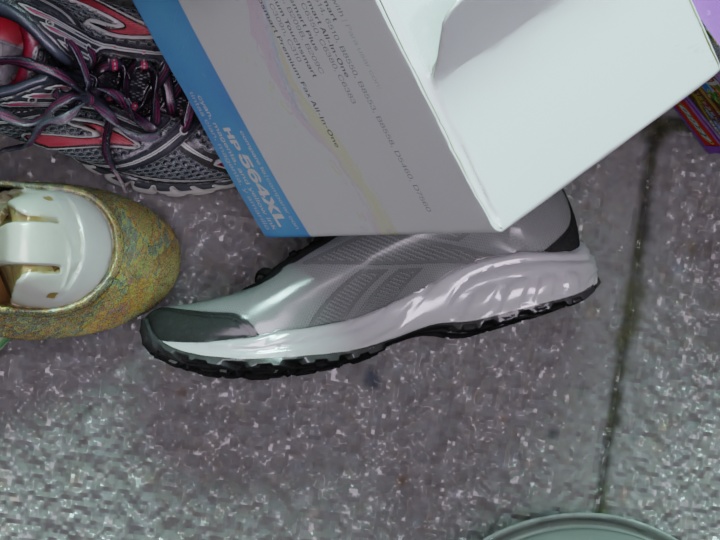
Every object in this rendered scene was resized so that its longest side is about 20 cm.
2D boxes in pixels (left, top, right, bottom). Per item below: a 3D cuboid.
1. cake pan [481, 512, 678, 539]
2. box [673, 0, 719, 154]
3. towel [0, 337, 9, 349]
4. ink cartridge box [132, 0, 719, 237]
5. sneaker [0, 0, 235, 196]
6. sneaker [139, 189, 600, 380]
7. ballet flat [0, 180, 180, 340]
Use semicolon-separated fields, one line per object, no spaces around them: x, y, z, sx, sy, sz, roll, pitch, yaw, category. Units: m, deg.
0.103;0.207;0.967;0.199;0.037;0.202;2;85;-17;cake pan
0.118;-0.136;0.912;0.039;0.137;0.200;-38;98;-3;box
-0.238;0.017;0.918;0.153;0.023;0.200;46;69;-9;towel
0.028;-0.096;0.852;0.128;0.200;0.126;-36;109;-25;ink cartridge box
-0.115;-0.075;0.921;0.199;0.075;0.081;8;93;-17;sneaker
0.000;0.000;0.953;0.199;0.074;0.080;-15;87;-10;sneaker
-0.164;-0.010;0.904;0.199;0.071;0.071;5;95;-20;ballet flat
